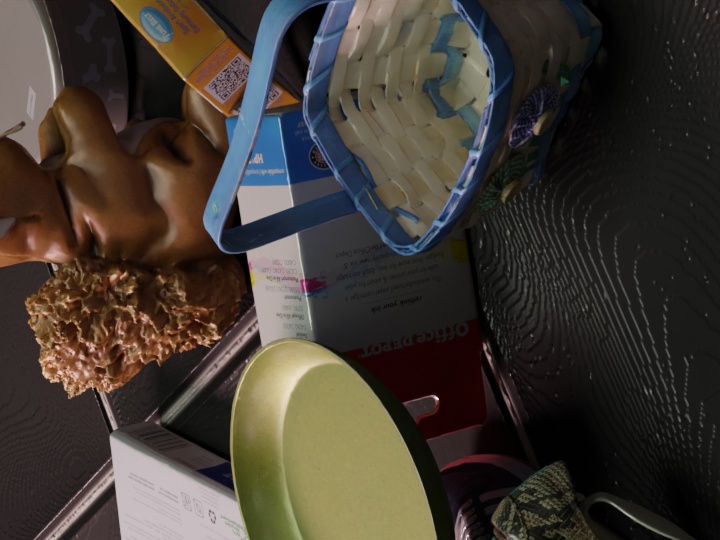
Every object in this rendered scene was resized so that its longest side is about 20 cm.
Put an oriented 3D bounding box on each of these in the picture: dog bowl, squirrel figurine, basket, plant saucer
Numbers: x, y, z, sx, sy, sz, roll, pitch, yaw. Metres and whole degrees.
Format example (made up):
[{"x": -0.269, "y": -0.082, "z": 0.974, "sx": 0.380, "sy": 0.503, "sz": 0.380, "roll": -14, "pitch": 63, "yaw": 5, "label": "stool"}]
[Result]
[{"x": -0.227, "y": -0.144, "z": 1.979, "sx": 0.200, "sy": 0.058, "sz": 0.201, "roll": 31, "pitch": 127, "yaw": 53, "label": "dog bowl"}, {"x": -0.178, "y": -0.019, "z": 1.825, "sx": 0.141, "sy": 0.186, "sz": 0.201, "roll": -13, "pitch": 90, "yaw": 59, "label": "squirrel figurine"}, {"x": 0.018, "y": -0.096, "z": 1.457, "sx": 0.139, "sy": 0.199, "sz": 0.177, "roll": 56, "pitch": 145, "yaw": 31, "label": "basket"}, {"x": -0.005, "y": 0.131, "z": 1.534, "sx": 0.200, "sy": 0.031, "sz": 0.201, "roll": 29, "pitch": 127, "yaw": 47, "label": "plant saucer"}]

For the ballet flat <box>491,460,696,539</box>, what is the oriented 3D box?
[{"x": 0.158, "y": 0.176, "z": 1.445, "sx": 0.200, "sy": 0.075, "sz": 0.068, "roll": 44, "pitch": -178, "yaw": 0, "label": "ballet flat"}]

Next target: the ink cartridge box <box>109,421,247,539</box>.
[{"x": -0.105, "y": 0.224, "z": 1.939, "sx": 0.199, "sy": 0.040, "sz": 0.201, "roll": 21, "pitch": 119, "yaw": 54, "label": "ink cartridge box"}]

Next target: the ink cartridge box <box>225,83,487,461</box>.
[{"x": 0.000, "y": 0.000, "z": 1.609, "sx": 0.067, "sy": 0.116, "sz": 0.201, "roll": 3, "pitch": 103, "yaw": 58, "label": "ink cartridge box"}]

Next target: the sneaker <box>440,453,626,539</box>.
[{"x": 0.072, "y": 0.163, "z": 1.560, "sx": 0.200, "sy": 0.108, "sz": 0.071, "roll": 29, "pitch": 125, "yaw": 51, "label": "sneaker"}]

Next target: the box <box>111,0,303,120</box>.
[{"x": -0.087, "y": -0.128, "z": 1.653, "sx": 0.119, "sy": 0.041, "sz": 0.200, "roll": 47, "pitch": -178, "yaw": 26, "label": "box"}]
